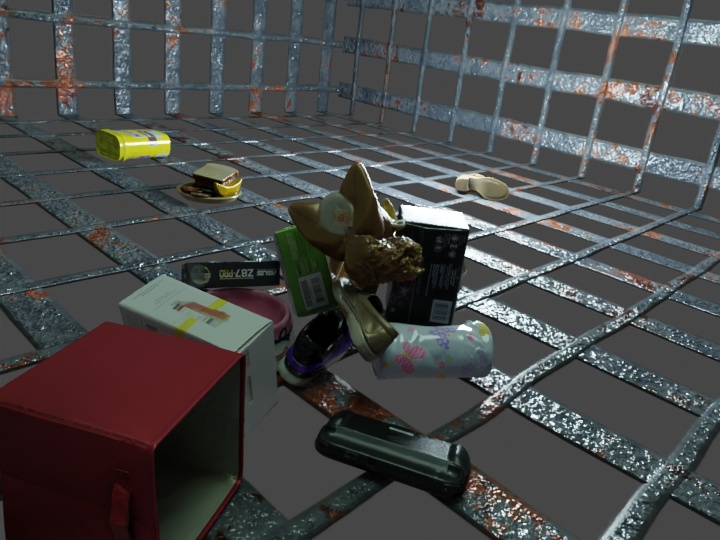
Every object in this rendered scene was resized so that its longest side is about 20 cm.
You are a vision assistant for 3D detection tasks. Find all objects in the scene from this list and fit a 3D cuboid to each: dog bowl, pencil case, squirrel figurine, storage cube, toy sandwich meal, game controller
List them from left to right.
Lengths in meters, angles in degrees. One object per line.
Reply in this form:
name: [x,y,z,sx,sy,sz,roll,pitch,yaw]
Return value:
storage cube: [-0.234,0.178,0.634,0.176,0.174,0.200,11,22,13]
toy sandwich meal: [-0.428,-0.250,1.771,0.201,0.072,0.206,6,22,-3]
dog bowl: [-0.195,0.093,0.991,0.196,0.075,0.201,6,22,-2]
squirrel figurine: [0.012,-0.053,1.008,0.202,0.141,0.186,58,14,18]
game controller: [0.043,0.230,0.791,0.196,0.043,0.104,14,8,16]
pencil case: [0.113,0.126,0.983,0.196,0.093,0.083,0,-4,-12]

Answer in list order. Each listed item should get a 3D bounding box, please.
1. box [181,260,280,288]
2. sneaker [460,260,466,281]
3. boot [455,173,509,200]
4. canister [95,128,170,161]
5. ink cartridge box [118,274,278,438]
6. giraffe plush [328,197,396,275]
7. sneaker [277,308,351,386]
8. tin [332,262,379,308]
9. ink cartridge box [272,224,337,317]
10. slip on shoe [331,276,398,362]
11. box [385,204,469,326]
box: [-0.241,0.007,1.127,0.158,0.050,0.199,1,-1,-20]
sneaker: [0.203,-0.018,1.383,0.073,0.086,0.200,12,22,11]
boot: [0.439,-0.303,2.210,0.196,0.078,0.155,7,16,18]
canister: [-0.761,-0.425,2.080,0.147,0.088,0.199,22,24,32]
ink cartridge box: [-0.211,0.112,0.825,0.197,0.148,0.083,19,37,25]
giraffe plush: [0.047,-0.042,1.288,0.197,0.175,0.162,-20,37,-28]
sneaker: [-0.047,0.097,0.972,0.069,0.100,0.200,34,30,7]
tin: [0.000,0.000,1.159,0.042,0.203,0.111,36,-25,-33]
ink cartridge box: [-0.107,-0.003,1.115,0.074,0.151,0.200,-16,3,-12]
slip on shoe: [0.006,0.060,0.940,0.060,0.076,0.201,-36,25,6]
box: [0.123,-0.007,1.169,0.129,0.204,0.115,7,22,-2]
